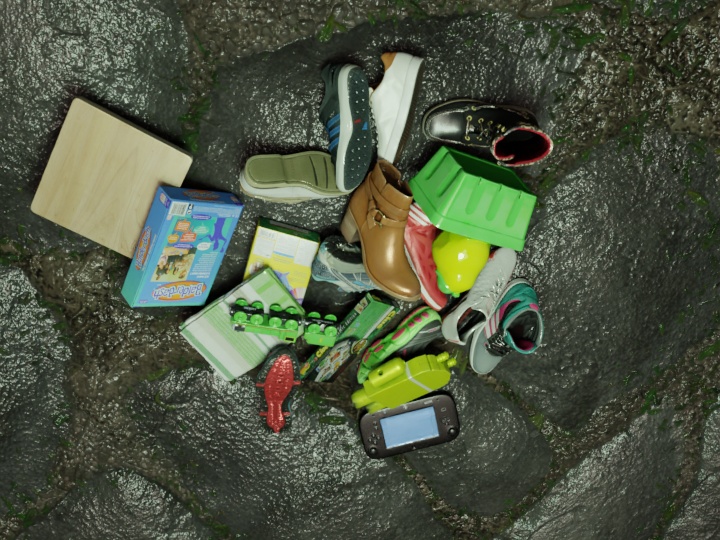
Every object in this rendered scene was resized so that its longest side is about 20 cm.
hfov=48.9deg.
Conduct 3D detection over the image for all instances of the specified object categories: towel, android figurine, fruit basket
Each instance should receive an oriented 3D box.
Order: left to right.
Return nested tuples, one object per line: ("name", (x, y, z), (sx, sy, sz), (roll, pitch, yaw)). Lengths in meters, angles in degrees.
("towel", (-0.198, 0.095, 1.386), (0.198, 0.031, 0.150), (-33, 119, 12))
("android figurine", (0.083, 0.203, 1.451), (0.197, 0.042, 0.182), (-29, 151, 16))
("fruit basket", (0.170, -0.073, 1.302), (0.210, 0.157, 0.220), (-12, 130, -15))

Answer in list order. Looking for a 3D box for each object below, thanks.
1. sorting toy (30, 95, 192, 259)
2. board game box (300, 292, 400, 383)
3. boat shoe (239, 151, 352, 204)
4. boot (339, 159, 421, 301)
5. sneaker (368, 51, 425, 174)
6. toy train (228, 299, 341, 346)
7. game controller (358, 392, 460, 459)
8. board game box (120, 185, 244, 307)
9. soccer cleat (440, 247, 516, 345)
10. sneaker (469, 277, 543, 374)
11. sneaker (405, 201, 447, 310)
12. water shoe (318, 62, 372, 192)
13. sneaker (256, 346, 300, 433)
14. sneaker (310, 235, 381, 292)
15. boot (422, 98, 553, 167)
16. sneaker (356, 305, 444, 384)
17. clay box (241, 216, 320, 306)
("sorting toy", (-0.396, -0.150, 1.276), (0.195, 0.070, 0.203), (26, 110, -16))
("board game box", (-0.020, 0.126, 1.437), (0.200, 0.024, 0.104), (-48, 147, 14))
("boat shoe", (-0.105, -0.151, 1.308), (0.195, 0.077, 0.068), (3, 160, -25))
("boot", (0.053, -0.064, 1.284), (0.201, 0.073, 0.156), (48, 132, 16))
("sneaker", (0.043, -0.255, 1.288), (0.083, 0.073, 0.205), (19, 115, 12))
("toy train", (-0.130, 0.093, 1.355), (0.194, 0.042, 0.057), (10, 129, -12))
("game controller", (0.095, 0.303, 1.551), (0.195, 0.042, 0.107), (-14, 115, 0))
("board game box", (-0.293, -0.036, 1.308), (0.150, 0.045, 0.203), (1, 122, -49))
("soccer cleat", (0.219, 0.047, 1.410), (0.068, 0.085, 0.201), (39, 91, -20))
("sneaker", (0.270, 0.127, 1.446), (0.082, 0.121, 0.204), (19, 112, -14))
("sneaker", (0.129, -0.031, 1.384), (0.114, 0.079, 0.202), (-29, 115, 9))
("water shoe", (-0.027, -0.232, 1.281), (0.071, 0.078, 0.205), (-17, 119, -42))
("sneaker", (-0.155, 0.201, 1.442), (0.077, 0.097, 0.203), (5, 130, -11))
("sneaker", (0.000, 0.000, 1.385), (0.196, 0.079, 0.087), (18, 132, -31))
("boot", (0.204, -0.219, 1.265), (0.194, 0.151, 0.075), (3, 115, -6))
("sneaker", (0.075, 0.154, 1.462), (0.199, 0.077, 0.084), (-39, 109, 13))
("clay box", (-0.151, 0.019, 1.392), (0.112, 0.048, 0.204), (15, 114, -12))
